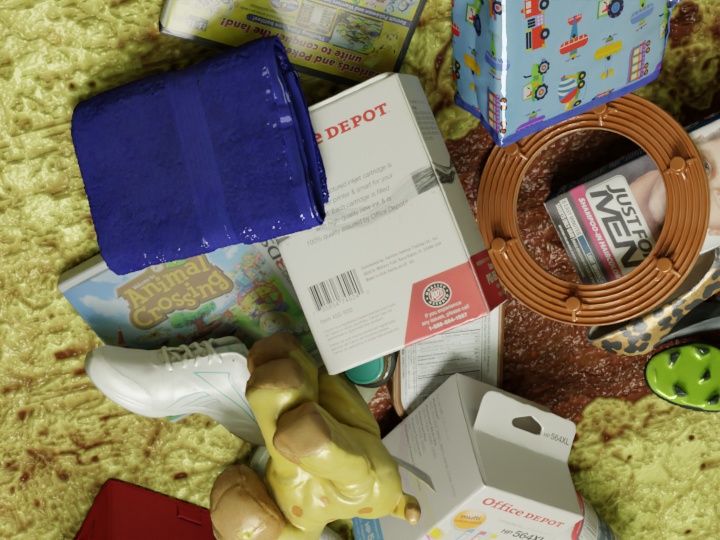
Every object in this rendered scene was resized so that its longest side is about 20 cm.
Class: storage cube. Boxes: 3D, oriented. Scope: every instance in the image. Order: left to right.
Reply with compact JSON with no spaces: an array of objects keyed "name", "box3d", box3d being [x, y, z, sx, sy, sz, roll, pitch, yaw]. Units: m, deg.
[{"name":"storage cube","box3d":[-0.194,0.339,1.270,0.199,0.180,0.172,24,113,-22]}]

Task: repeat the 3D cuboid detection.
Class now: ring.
[{"name":"ring","box3d":[0.191,-0.054,1.126,0.200,0.201,0.019,-43,163,15]}]

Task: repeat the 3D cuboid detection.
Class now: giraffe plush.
[{"name":"giraffe plush","box3d":[-0.058,0.179,1.117,0.162,0.173,0.200,-41,112,11]}]

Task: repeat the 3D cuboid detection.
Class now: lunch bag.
[{"name":"lunch bag","box3d":[0.179,-0.207,1.074,0.198,0.094,0.152,-16,127,-16]}]

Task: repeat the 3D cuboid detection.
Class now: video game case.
[{"name":"video game case","box3d":[-0.133,0.031,1.177,0.199,0.022,0.183,-26,122,14]},{"name":"video game case","box3d":[-0.038,-0.245,1.045,0.198,0.026,0.182,13,117,-19]}]

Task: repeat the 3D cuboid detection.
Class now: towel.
[{"name":"towel","box3d":[-0.126,-0.086,1.050,0.198,0.049,0.149,-13,90,23]}]

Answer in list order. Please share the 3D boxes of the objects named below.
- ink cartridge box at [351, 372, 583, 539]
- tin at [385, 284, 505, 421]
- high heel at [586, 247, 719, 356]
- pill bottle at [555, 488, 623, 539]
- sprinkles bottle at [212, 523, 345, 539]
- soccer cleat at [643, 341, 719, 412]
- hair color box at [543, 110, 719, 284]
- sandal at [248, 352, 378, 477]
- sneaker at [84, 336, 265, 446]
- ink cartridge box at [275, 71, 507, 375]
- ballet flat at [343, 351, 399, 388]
[{"name":"ink cartridge box","box3d":[0.099,0.201,1.241,0.128,0.126,0.200,21,129,-32]},{"name":"tin","box3d":[0.079,0.064,1.245,0.111,0.042,0.202,-9,122,-11]},{"name":"high heel","box3d":[0.275,-0.006,1.218,0.141,0.072,0.201,-13,129,-8]},{"name":"pill bottle","box3d":[0.214,0.304,1.364,0.119,0.120,0.200,-36,120,11]},{"name":"sprinkles bottle","box3d":[-0.056,0.273,1.304,0.068,0.068,0.200,-39,129,13]},{"name":"soccer cleat","box3d":[0.354,0.104,1.291,0.198,0.081,0.068,-1,77,-18]},{"name":"hair color box","box3d":[0.268,-0.061,1.148,0.199,0.061,0.101,-26,94,18]},{"name":"sandal","box3d":[-0.035,0.141,1.254,0.079,0.057,0.202,21,113,-22]},{"name":"sneaker","box3d":[-0.140,0.089,1.168,0.199,0.071,0.081,16,117,-24]},{"name":"ink cartridge box","box3d":[0.012,-0.039,1.074,0.146,0.083,0.202,-21,90,19]},{"name":"ballet flat","box3d":[0.000,0.000,1.163,0.067,0.068,0.202,-2,96,22]}]
